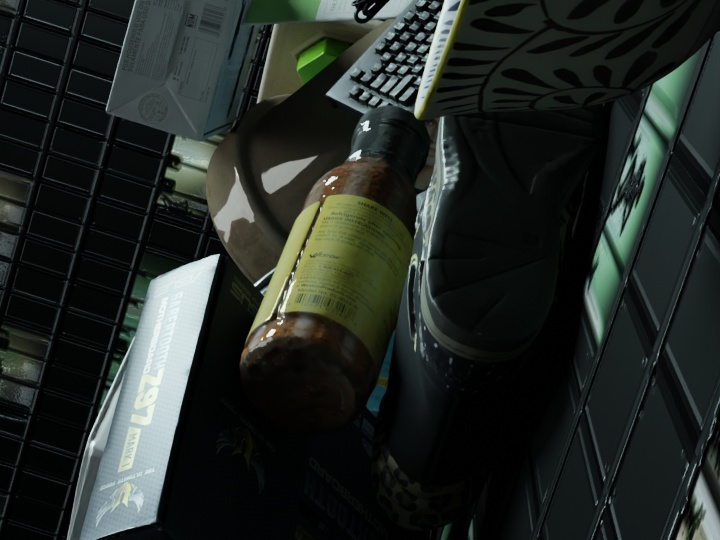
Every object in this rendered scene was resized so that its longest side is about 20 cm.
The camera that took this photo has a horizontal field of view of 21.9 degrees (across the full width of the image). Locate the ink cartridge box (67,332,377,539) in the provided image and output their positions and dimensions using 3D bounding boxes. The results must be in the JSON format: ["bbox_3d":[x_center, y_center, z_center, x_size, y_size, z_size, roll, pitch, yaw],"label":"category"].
[{"bbox_3d":[-0.058,0.126,1.095,0.147,0.199,0.083,-75,3,-62],"label":"ink cartridge box"}]

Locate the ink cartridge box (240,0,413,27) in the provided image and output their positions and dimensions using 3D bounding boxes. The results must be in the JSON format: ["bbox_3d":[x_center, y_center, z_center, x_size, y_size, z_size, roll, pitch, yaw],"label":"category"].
[{"bbox_3d":[0.041,-0.189,1.127,0.048,0.199,0.146,63,-146,-45],"label":"ink cartridge box"}]

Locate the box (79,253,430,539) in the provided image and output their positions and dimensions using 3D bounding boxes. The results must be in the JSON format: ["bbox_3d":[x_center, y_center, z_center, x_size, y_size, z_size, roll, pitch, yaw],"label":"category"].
[{"bbox_3d":[-0.040,0.115,0.884,0.051,0.200,0.158,-19,40,29],"label":"box"}]

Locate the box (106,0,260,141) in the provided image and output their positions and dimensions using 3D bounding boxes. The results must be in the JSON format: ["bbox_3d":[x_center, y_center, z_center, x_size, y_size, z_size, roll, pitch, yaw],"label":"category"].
[{"bbox_3d":[-0.104,-0.148,1.178,0.200,0.060,0.117,-74,0,-82],"label":"box"}]

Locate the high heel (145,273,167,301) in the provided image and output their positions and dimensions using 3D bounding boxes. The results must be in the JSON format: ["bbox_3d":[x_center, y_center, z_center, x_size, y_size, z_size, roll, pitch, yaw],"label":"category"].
[{"bbox_3d":[-0.104,0.106,0.939,0.067,0.096,0.201,10,-118,-61],"label":"high heel"}]

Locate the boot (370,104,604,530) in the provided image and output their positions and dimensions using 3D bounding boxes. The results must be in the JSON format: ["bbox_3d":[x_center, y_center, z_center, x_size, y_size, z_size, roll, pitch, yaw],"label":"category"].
[{"bbox_3d":[0.053,0.005,0.861,0.204,0.073,0.154,-72,-2,-46],"label":"boot"}]

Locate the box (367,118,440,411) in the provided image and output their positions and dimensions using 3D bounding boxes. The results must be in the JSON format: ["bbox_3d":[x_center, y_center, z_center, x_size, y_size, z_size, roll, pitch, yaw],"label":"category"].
[{"bbox_3d":[0.046,-0.012,1.102,0.049,0.082,0.201,-98,25,-84],"label":"box"}]

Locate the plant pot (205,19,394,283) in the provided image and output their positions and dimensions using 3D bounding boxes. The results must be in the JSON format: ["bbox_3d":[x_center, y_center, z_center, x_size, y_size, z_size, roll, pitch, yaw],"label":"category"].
[{"bbox_3d":[0.021,-0.076,1.231,0.175,0.200,0.201,-51,15,37],"label":"plant pot"}]

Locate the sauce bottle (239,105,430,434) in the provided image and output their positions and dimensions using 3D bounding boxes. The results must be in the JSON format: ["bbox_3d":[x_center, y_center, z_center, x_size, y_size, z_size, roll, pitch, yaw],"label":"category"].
[{"bbox_3d":[-0.003,-0.008,0.901,0.200,0.066,0.066,-68,-3,-47],"label":"sauce bottle"}]

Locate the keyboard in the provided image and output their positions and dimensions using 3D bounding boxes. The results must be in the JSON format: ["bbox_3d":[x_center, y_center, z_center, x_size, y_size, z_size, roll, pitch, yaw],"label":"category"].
[{"bbox_3d":[0.053,-0.163,1.039,0.200,0.021,0.127,-47,39,-13],"label":"keyboard"}]

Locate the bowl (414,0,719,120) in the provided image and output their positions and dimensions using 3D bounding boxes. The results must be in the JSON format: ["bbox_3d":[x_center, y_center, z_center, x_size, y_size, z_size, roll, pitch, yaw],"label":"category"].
[{"bbox_3d":[0.089,-0.128,0.562,0.201,0.094,0.202,-163,90,-88],"label":"bowl"}]

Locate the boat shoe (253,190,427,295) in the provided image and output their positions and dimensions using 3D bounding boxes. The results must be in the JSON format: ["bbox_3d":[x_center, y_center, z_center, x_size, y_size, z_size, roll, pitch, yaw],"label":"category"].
[{"bbox_3d":[0.000,0.000,1.022,0.199,0.071,0.073,-24,-67,-35],"label":"boat shoe"}]

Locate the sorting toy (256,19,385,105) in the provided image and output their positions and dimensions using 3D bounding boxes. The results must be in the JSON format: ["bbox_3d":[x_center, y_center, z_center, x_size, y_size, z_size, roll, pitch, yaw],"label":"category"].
[{"bbox_3d":[0.017,-0.115,1.352,0.200,0.184,0.037,111,173,-62],"label":"sorting toy"}]
